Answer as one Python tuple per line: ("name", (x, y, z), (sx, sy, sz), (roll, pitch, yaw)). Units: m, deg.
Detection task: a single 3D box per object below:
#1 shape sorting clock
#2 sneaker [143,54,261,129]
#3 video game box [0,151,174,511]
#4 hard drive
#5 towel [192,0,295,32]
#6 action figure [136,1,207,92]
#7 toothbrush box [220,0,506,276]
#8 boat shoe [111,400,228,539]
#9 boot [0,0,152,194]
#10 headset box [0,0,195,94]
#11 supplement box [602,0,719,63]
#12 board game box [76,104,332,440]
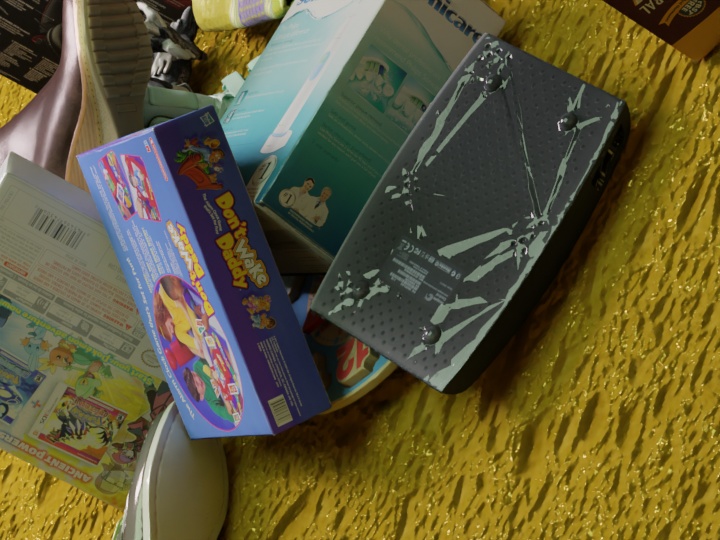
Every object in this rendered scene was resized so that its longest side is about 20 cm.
("shape sorting clock", (0.000, 0.000, 1.636), (0.200, 0.039, 0.200), (-34, 42, 36))
("sneaker", (-0.091, -0.119, 1.778), (0.201, 0.118, 0.074), (-56, 32, 9))
("video game box", (-0.193, 0.044, 1.711), (0.182, 0.200, 0.047), (-55, 17, 18))
("hard drive", (0.069, -0.031, 1.524), (0.135, 0.042, 0.200), (31, 88, 40))
("towel", (-0.082, -0.246, 1.841), (0.200, 0.023, 0.144), (-173, 84, -67))
("action figure", (-0.166, -0.138, 1.903), (0.119, 0.102, 0.200), (-57, 21, 15))
("toothbrush box", (-0.017, -0.100, 1.649), (0.146, 0.085, 0.200), (-3, 54, 61))
("boat shoe", (-0.130, 0.179, 1.654), (0.060, 0.072, 0.202), (-23, 52, 39))
("boot", (-0.221, -0.101, 1.757), (0.166, 0.072, 0.201), (-14, 81, 32))
("headset box", (-0.214, -0.224, 2.004), (0.200, 0.148, 0.075), (-35, 41, 37))
("supplement box", (0.151, -0.265, 1.471), (0.133, 0.200, 0.198), (-42, 37, 27))
("board game box", (-0.100, 0.005, 1.604), (0.134, 0.045, 0.200), (-10, 103, 63))
